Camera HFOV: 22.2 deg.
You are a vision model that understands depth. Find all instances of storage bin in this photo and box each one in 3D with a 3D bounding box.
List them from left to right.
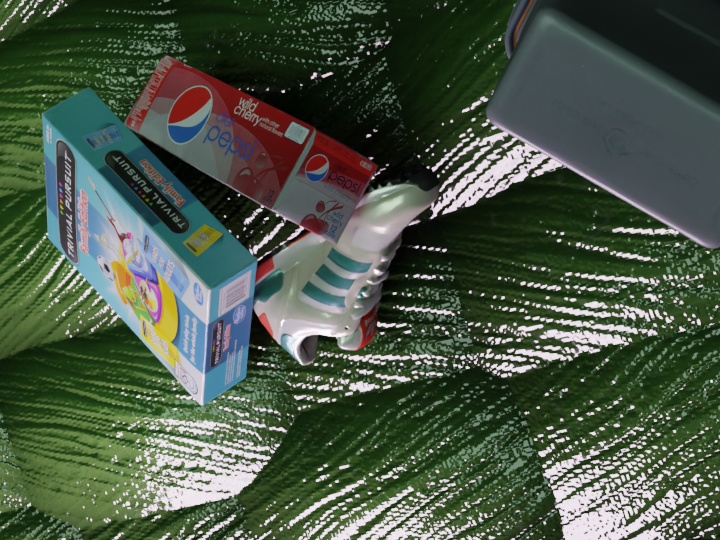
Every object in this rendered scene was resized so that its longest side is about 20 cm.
[{"bbox_3d":[0.176,-0.113,1.065,0.199,0.134,0.146,30,124,3],"label":"storage bin"}]

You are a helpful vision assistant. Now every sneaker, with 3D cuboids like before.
[{"bbox_3d":[-0.001,0.000,1.302,0.199,0.070,0.094,-33,89,39],"label":"sneaker"}]

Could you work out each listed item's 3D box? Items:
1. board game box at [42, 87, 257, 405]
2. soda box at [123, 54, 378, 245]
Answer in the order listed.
[{"bbox_3d":[-0.161,-0.016,1.369,0.200,0.047,0.151,44,150,23],"label":"board game box"},{"bbox_3d":[-0.079,-0.088,1.281,0.200,0.070,0.064,31,93,47],"label":"soda box"}]
